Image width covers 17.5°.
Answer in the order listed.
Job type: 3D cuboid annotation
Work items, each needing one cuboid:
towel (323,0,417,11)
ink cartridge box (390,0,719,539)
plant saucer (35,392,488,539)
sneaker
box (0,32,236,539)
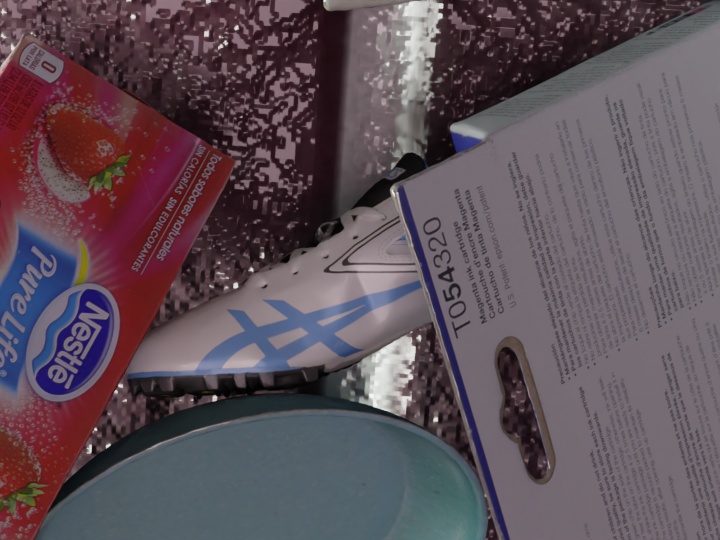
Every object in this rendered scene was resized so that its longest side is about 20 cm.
[{"bbox_3d":[0.041,-0.201,0.878,0.199,0.035,0.193,-6,105,1],"label":"towel"},{"bbox_3d":[0.103,0.021,0.882,0.200,0.043,0.197,-26,107,-31],"label":"ink cartridge box"},{"bbox_3d":[-0.050,0.109,0.919,0.199,0.036,0.200,-12,138,-11],"label":"plant saucer"},{"bbox_3d":[0.000,0.000,0.905,0.199,0.072,0.073,-20,89,-10],"label":"sneaker"},{"bbox_3d":[-0.138,0.028,0.849,0.095,0.100,0.200,32,58,-9],"label":"box"}]
